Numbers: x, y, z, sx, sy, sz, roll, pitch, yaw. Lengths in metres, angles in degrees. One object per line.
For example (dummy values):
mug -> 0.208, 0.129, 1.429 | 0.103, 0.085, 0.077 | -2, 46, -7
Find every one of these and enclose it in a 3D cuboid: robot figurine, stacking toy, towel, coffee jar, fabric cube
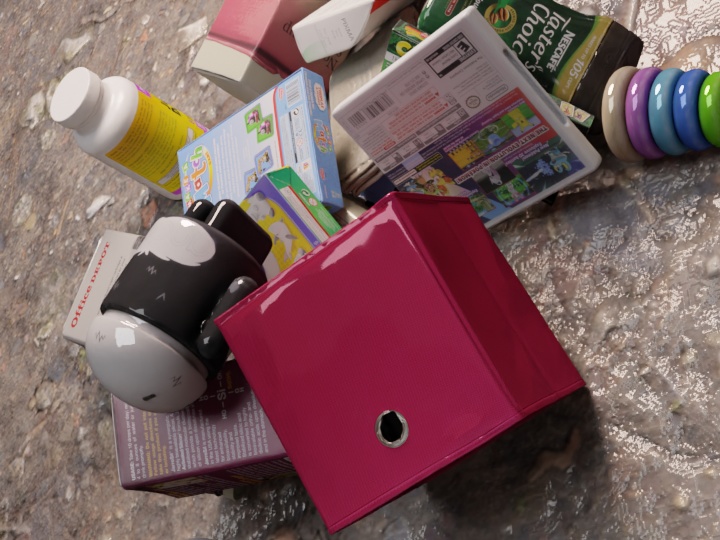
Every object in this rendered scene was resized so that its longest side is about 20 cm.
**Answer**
robot figurine -> -0.161, 0.033, 1.120 | 0.201, 0.124, 0.150 | -60, -4, -21
stacking toy -> 0.309, -0.139, 1.042 | 0.199, 0.085, 0.086 | -1, 68, 38
towel -> 0.022, -0.177, 1.300 | 0.132, 0.034, 0.201 | -36, 39, 32
coffee jar -> 0.156, -0.209, 1.150 | 0.199, 0.085, 0.105 | 27, 82, 9
fabric cube -> 0.037, 0.070, 1.037 | 0.196, 0.200, 0.200 | -34, 79, 21

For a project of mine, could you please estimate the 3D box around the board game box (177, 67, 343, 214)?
board game box -> -0.109, -0.096, 1.279 | 0.199, 0.036, 0.152 | -26, 63, 36

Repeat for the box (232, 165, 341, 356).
box -> -0.100, 0.006, 1.219 | 0.117, 0.048, 0.200 | 50, 127, 11

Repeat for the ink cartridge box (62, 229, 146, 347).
ink cartridge box -> -0.248, 0.041, 1.469 | 0.199, 0.084, 0.146 | 11, 76, 46

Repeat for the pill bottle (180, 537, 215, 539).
pill bottle -> -0.149, 0.366, 1.176 | 0.113, 0.113, 0.200 | -43, 45, 18

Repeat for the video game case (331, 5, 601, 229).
video game case -> 0.093, -0.125, 1.143 | 0.200, 0.182, 0.023 | -30, 18, 46

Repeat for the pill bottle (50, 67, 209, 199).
pill bottle -> -0.281, -0.172, 1.531 | 0.104, 0.200, 0.105 | -21, 55, 34

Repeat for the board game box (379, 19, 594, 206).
board game box -> 0.108, -0.145, 1.146 | 0.023, 0.199, 0.105 | -55, -11, -38

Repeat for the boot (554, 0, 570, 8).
boot -> 0.114, -0.197, 1.265 | 0.144, 0.072, 0.200 | 28, 81, 48

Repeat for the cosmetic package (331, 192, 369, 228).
cosmetic package -> 0.000, 0.000, 1.233 | 0.200, 0.073, 0.104 | 40, 107, 38

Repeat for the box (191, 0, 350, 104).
box -> -0.085, -0.289, 1.461 | 0.109, 0.128, 0.201 | 23, 86, 47

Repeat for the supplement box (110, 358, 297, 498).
supplement box -> -0.120, 0.150, 1.197 | 0.199, 0.131, 0.104 | -13, 74, 12

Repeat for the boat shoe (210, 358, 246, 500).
boat shoe -> -0.133, 0.136, 1.306 | 0.060, 0.072, 0.202 | 9, 74, 14

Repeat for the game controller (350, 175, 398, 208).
game controller -> 0.034, -0.122, 1.319 | 0.104, 0.042, 0.201 | 26, 88, 48

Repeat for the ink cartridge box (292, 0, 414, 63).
ink cartridge box -> 0.044, -0.296, 1.333 | 0.199, 0.050, 0.161 | -6, 28, 45
